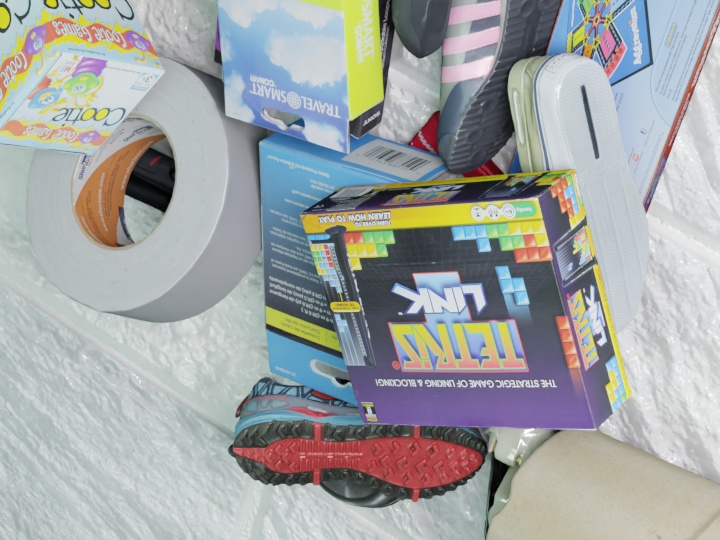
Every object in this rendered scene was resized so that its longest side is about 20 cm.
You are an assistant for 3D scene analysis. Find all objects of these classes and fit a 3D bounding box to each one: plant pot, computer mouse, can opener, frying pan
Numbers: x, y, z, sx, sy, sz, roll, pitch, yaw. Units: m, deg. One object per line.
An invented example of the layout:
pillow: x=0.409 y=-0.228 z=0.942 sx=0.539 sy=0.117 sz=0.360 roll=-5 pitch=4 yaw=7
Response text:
plant pot: x=0.197 y=0.208 z=1.271 sx=0.183 sy=0.200 sz=0.201 roll=32 pitch=130 yaw=34
computer mouse: x=0.045 y=-0.241 z=1.190 sx=0.034 sy=0.059 sz=0.201 roll=3 pitch=101 yaw=-11
can opener: x=-0.161 y=-0.068 z=1.456 sx=0.200 sy=0.078 sz=0.064 roll=34 pitch=138 yaw=29
frying pan: x=-0.039 y=0.139 z=1.501 sx=0.189 sy=0.031 sz=0.116 roll=16 pitch=121 yaw=26

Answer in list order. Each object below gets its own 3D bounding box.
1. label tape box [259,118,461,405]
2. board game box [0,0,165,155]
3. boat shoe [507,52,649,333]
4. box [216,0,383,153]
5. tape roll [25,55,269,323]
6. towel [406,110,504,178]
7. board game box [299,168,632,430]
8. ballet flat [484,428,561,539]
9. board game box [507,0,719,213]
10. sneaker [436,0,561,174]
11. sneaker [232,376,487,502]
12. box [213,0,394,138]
label tape box: x=0.000 y=0.000 z=1.346 sx=0.143 sy=0.066 sz=0.201 roll=19 pitch=125 yaw=31
board game box: x=-0.249 y=-0.200 z=1.361 sx=0.103 sy=0.105 sz=0.201 roll=-43 pitch=62 yaw=30
boat shoe: x=0.147 y=-0.053 z=1.218 sx=0.062 sy=0.072 sz=0.201 roll=22 pitch=127 yaw=57
box: x=-0.045 y=-0.192 z=1.236 sx=0.122 sy=0.048 sz=0.201 roll=20 pitch=127 yaw=34
tape roll: x=-0.164 y=-0.063 z=1.391 sx=0.199 sy=0.066 sz=0.202 roll=-7 pitch=77 yaw=31
towel: x=0.056 y=-0.011 z=1.352 sx=0.145 sy=0.022 sz=0.200 roll=47 pitch=132 yaw=7
board game box: x=0.069 y=0.023 z=1.221 sx=0.199 sy=0.057 sz=0.166 roll=-3 pitch=110 yaw=39
ballet flat: x=0.125 y=0.145 z=1.354 sx=0.073 sy=0.073 sz=0.201 roll=21 pitch=124 yaw=26
board game box: x=0.170 y=-0.123 z=1.209 sx=0.103 sy=0.019 sz=0.201 roll=30 pitch=128 yaw=18
sneaker: x=0.083 y=-0.164 z=1.231 sx=0.082 sy=0.070 sz=0.201 roll=44 pitch=132 yaw=33
sneaker: x=0.001 y=0.116 z=1.406 sx=0.199 sy=0.096 sz=0.080 roll=8 pitch=125 yaw=-8
box: x=-0.036 y=-0.210 z=1.279 sx=0.143 sy=0.036 sz=0.201 roll=30 pitch=131 yaw=25
